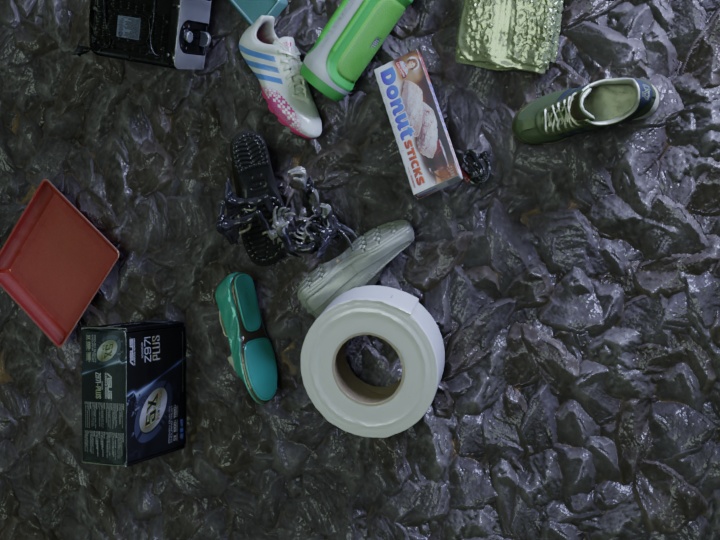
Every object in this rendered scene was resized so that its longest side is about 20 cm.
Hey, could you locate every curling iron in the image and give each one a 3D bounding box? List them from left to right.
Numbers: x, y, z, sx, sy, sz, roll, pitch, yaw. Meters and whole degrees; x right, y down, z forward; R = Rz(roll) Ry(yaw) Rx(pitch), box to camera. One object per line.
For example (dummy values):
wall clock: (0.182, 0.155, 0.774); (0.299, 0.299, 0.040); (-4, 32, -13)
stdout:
curling iron: (0.105, -0.182, 1.448); (0.199, 0.026, 0.050); (35, 83, 24)

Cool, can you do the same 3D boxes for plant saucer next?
plant saucer: (-0.501, -0.012, 1.700); (0.199, 0.037, 0.201); (41, 106, 18)
plant saucer: (-0.196, -0.454, 1.575); (0.070, 0.019, 0.201); (-45, 74, 17)

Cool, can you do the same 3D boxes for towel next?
towel: (0.207, -0.374, 1.395); (0.146, 0.036, 0.205); (10, 94, 22)

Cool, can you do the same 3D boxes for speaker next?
speaker: (-0.002, -0.344, 1.457); (0.088, 0.088, 0.201); (41, 105, 17)

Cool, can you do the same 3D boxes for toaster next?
toaster: (-0.322, -0.406, 1.565); (0.196, 0.118, 0.185); (13, 101, 22)

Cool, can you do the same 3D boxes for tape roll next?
tape roll: (0.018, 0.126, 1.434); (0.198, 0.071, 0.207); (3, 105, 13)

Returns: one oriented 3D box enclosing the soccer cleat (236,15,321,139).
soccer cleat: (-0.111, -0.288, 1.507); (0.086, 0.069, 0.201); (-46, 72, 34)

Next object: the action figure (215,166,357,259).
action figure: (-0.102, -0.078, 1.450); (0.196, 0.120, 0.103); (7, 131, 4)

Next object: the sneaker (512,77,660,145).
sneaker: (0.285, -0.213, 1.334); (0.196, 0.090, 0.069); (-10, 88, 23)

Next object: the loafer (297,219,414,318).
loafer: (0.000, 0.000, 1.478); (0.198, 0.070, 0.070); (-34, 112, 16)

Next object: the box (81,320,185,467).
box: (-0.345, 0.182, 1.567); (0.084, 0.163, 0.205); (0, 90, 23)

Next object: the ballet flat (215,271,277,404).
ballet flat: (-0.176, 0.105, 1.556); (0.070, 0.067, 0.204); (-19, 83, 46)

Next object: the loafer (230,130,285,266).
loafer: (-0.152, -0.109, 1.541); (0.071, 0.071, 0.204); (-8, 100, -8)

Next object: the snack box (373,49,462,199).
snack box: (0.080, -0.206, 1.434); (0.071, 0.024, 0.204); (-22, 71, 17)
